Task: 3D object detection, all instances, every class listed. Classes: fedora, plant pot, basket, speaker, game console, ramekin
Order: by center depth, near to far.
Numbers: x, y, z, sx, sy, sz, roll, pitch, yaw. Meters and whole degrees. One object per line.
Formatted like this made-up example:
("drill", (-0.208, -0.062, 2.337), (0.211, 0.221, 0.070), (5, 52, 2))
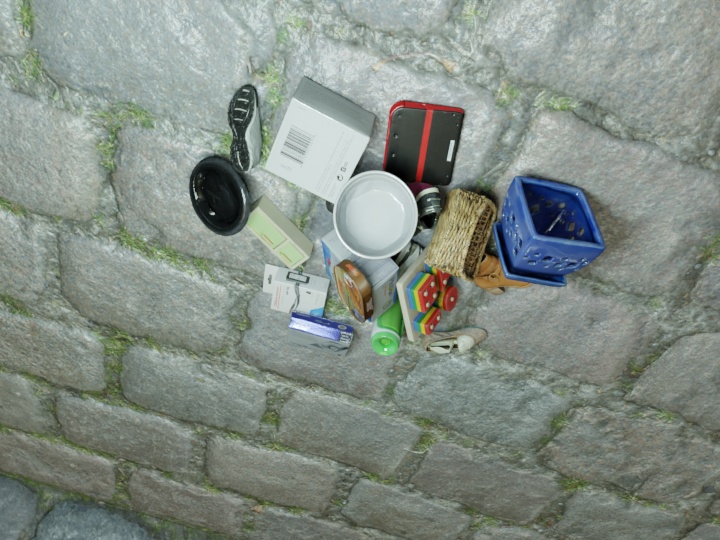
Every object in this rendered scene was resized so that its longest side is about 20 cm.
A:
("ramekin", (0.033, -0.125, 1.394), (0.195, 0.105, 0.206), (0, 88, 0))
("plant pot", (0.433, -0.081, 1.413), (0.195, 0.203, 0.181), (8, 139, -15))
("game console", (0.146, -0.301, 1.415), (0.172, 0.031, 0.203), (5, 129, -2))
("basket", (0.263, -0.083, 1.439), (0.146, 0.143, 0.204), (21, 89, -7))
("fedora", (-0.344, -0.195, 1.519), (0.196, 0.091, 0.206), (8, 110, 23))
("speaker", (0.078, 0.140, 1.654), (0.086, 0.202, 0.090), (5, 129, 6))

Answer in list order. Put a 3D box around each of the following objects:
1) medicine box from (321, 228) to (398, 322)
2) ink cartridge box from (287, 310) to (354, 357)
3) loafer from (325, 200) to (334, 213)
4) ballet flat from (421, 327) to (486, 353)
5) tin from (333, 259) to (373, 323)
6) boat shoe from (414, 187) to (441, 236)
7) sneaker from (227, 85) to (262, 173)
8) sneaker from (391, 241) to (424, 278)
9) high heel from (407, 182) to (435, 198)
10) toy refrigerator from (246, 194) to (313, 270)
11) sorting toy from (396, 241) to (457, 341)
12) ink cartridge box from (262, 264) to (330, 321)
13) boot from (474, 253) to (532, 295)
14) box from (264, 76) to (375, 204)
("medicine box", (0.000, 0.000, 1.525), (0.200, 0.102, 0.183), (48, 162, 23))
("ink cartridge box", (-0.124, 0.197, 1.788), (0.195, 0.041, 0.201), (15, 153, -1))
("loafer", (0.003, -0.151, 1.524), (0.195, 0.073, 0.074), (9, 130, 3))
("ballet flat", (0.280, 0.217, 1.766), (0.195, 0.068, 0.069), (-9, 127, 16))
("tin", (-0.016, 0.050, 1.424), (0.112, 0.042, 0.202), (42, 159, 25))
("boat shoe", (0.153, -0.128, 1.478), (0.070, 0.069, 0.201), (-15, 162, -18))
("sneaker", (-0.273, -0.344, 1.430), (0.072, 0.079, 0.205), (16, 115, 21))
("sneaker", (0.122, 0.014, 1.629), (0.114, 0.076, 0.202), (27, 125, -9))
("high heel", (0.100, -0.165, 1.468), (0.195, 0.098, 0.068), (3, 156, 1))
("toy refrigerator", (-0.225, -0.100, 1.605), (0.075, 0.071, 0.200), (-30, 118, 28))
("sorting toy", (0.190, 0.058, 1.567), (0.068, 0.199, 0.203), (15, 136, 34))
("ink cartridge box", (-0.196, 0.065, 1.729), (0.195, 0.069, 0.118), (14, 129, -1))
("boot", (0.376, -0.010, 1.551), (0.153, 0.075, 0.198), (32, 131, -33))
("box", (-0.094, -0.302, 1.385), (0.197, 0.132, 0.201), (24, 128, -10))
